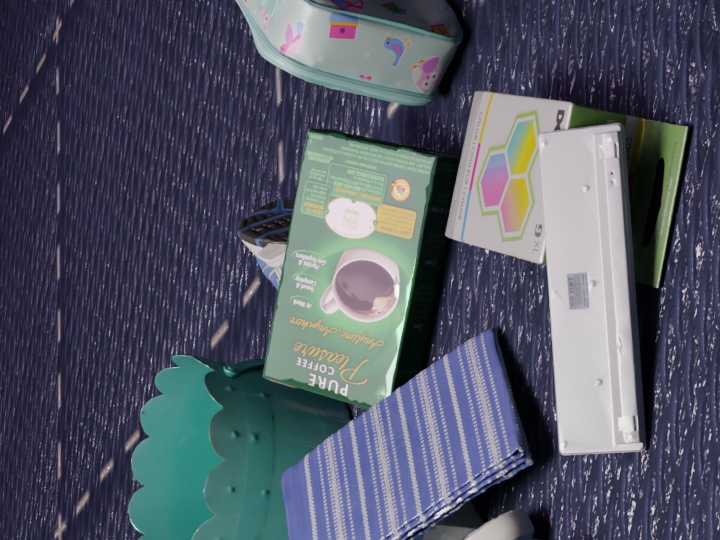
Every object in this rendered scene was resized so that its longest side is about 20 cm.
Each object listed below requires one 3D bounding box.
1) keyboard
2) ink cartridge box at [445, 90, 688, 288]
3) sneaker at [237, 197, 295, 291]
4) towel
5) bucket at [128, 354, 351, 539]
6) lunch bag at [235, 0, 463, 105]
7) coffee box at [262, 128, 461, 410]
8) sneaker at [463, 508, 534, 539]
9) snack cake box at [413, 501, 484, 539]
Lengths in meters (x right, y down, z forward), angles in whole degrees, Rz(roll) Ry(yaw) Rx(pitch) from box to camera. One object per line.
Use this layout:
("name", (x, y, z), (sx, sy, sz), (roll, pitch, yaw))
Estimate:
("keyboard", (0.142, 0.012, 1.271), (0.056, 0.011, 0.202), (-6, 86, 30))
("ink cartridge box", (0.130, -0.056, 1.339), (0.200, 0.059, 0.105), (-159, 79, -66))
("sneaker", (-0.024, -0.002, 1.694), (0.200, 0.076, 0.077), (28, 148, 56))
("towel", (0.028, 0.138, 1.430), (0.200, 0.024, 0.145), (-36, 32, 16))
("bucket", (-0.099, 0.173, 1.706), (0.207, 0.134, 0.209), (-171, 90, -66))
("lunch bag", (-0.020, -0.208, 1.616), (0.200, 0.159, 0.077), (-119, 44, -54))
("coffee box", (0.000, 0.000, 1.574), (0.122, 0.044, 0.202), (13, 96, 30))
("sneaker", (0.073, 0.247, 1.389), (0.082, 0.074, 0.200), (45, 123, 19))
("snack cake box", (0.016, 0.237, 1.501), (0.115, 0.067, 0.201), (-125, 48, -57))
